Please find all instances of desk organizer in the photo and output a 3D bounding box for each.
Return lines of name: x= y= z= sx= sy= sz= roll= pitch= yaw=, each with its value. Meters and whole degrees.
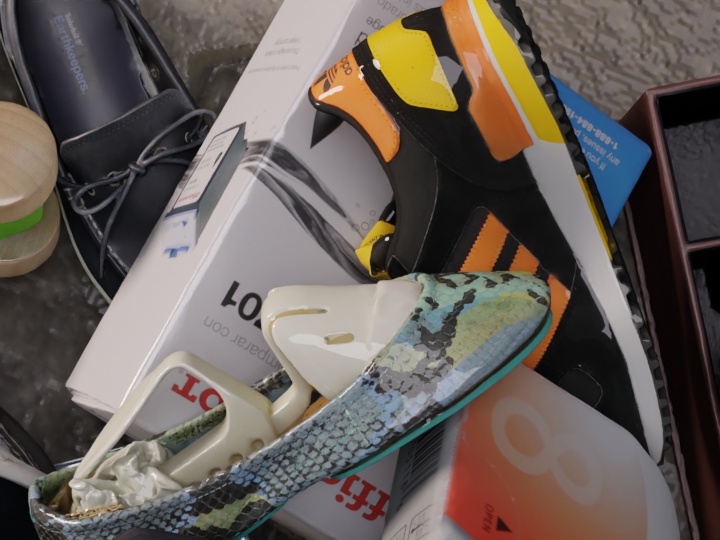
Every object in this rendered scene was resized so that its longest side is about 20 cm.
desk organizer: x=0.161 y=0.022 z=0.803 sx=0.071 sy=0.077 sz=0.201 roll=-10 pitch=83 yaw=-4

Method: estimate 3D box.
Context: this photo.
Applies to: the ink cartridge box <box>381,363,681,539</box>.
ink cartridge box: x=0.096 y=0.134 z=0.669 sx=0.200 sy=0.050 sz=0.162 roll=29 pitch=40 yaw=-14

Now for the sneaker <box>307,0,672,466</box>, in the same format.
sneaker: x=0.048 y=-0.004 z=0.721 sx=0.090 sy=0.070 sz=0.201 roll=-20 pitch=114 yaw=8

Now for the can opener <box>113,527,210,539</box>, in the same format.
can opener: x=-0.010 y=0.127 z=0.664 sx=0.063 sy=0.200 sz=0.079 roll=-34 pitch=43 yaw=30

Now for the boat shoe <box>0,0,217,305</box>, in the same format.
boat shoe: x=-0.095 y=-0.047 z=0.809 sx=0.074 sy=0.062 sz=0.201 roll=-26 pitch=87 yaw=-8

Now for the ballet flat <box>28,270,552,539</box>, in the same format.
ballet flat: x=-0.030 y=0.046 z=0.666 sx=0.200 sy=0.074 sz=0.074 roll=-36 pitch=85 yaw=7

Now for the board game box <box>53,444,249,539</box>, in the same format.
board game box: x=-0.129 y=0.183 z=0.796 sx=0.199 sy=0.026 sz=0.201 roll=-14 pitch=84 yaw=-4

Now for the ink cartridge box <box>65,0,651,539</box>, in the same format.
ink cartridge box: x=0.000 y=0.000 z=0.773 sx=0.146 sy=0.086 sz=0.200 roll=32 pitch=79 yaw=-21

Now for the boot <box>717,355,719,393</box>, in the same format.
boot: x=0.226 y=0.092 z=0.703 sx=0.073 sy=0.162 sz=0.199 roll=-40 pitch=112 yaw=-24

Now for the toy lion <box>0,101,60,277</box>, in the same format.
toy lion: x=-0.227 y=-0.047 z=0.765 sx=0.191 sy=0.069 sz=0.200 roll=-21 pitch=70 yaw=-17

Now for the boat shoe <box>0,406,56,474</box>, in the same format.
boat shoe: x=-0.199 y=0.049 z=0.779 sx=0.200 sy=0.057 sz=0.067 roll=39 pitch=75 yaw=12

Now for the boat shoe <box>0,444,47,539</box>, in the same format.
boat shoe: x=-0.118 y=0.110 z=0.732 sx=0.200 sy=0.066 sz=0.072 roll=43 pitch=91 yaw=-20
